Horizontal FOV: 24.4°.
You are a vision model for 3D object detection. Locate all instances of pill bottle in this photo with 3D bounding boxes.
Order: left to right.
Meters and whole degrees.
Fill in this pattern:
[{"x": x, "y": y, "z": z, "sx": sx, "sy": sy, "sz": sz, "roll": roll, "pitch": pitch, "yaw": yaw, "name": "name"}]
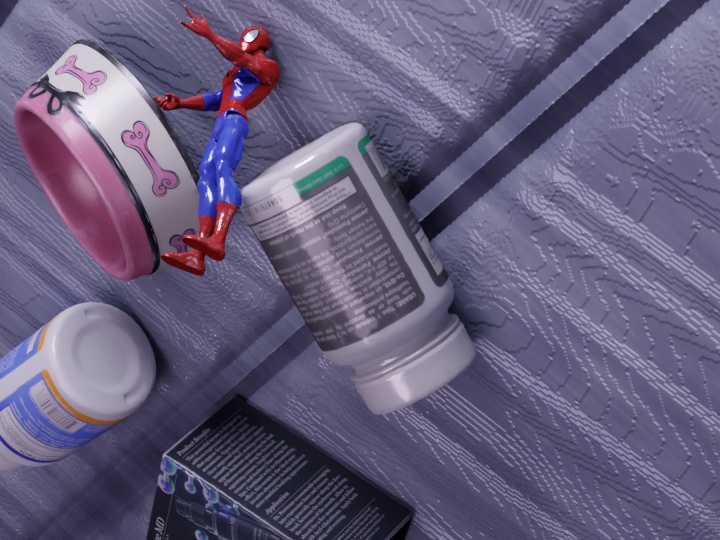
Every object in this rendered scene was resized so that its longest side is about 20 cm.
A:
[{"x": -0.285, "y": 0.115, "z": 1.539, "sx": 0.200, "sy": 0.112, "sz": 0.112, "roll": -32, "pitch": 94, "yaw": 44, "name": "pill bottle"}, {"x": 0.000, "y": 0.000, "z": 1.257, "sx": 0.113, "sy": 0.113, "sz": 0.200, "roll": -22, "pitch": 101, "yaw": 42, "name": "pill bottle"}]

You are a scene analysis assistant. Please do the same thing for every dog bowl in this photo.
[{"x": -0.202, "y": -0.080, "z": 1.333, "sx": 0.200, "sy": 0.074, "sz": 0.200, "roll": 47, "pitch": 158, "yaw": 25, "name": "dog bowl"}]

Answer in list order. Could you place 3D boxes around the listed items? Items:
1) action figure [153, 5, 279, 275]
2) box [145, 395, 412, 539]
[{"x": -0.120, "y": -0.108, "z": 1.225, "sx": 0.099, "sy": 0.200, "sz": 0.065, "roll": 28, "pitch": 151, "yaw": -21, "name": "action figure"}, {"x": -0.076, "y": 0.234, "z": 1.458, "sx": 0.200, "sy": 0.107, "sz": 0.149, "roll": 31, "pitch": 131, "yaw": 19, "name": "box"}]
